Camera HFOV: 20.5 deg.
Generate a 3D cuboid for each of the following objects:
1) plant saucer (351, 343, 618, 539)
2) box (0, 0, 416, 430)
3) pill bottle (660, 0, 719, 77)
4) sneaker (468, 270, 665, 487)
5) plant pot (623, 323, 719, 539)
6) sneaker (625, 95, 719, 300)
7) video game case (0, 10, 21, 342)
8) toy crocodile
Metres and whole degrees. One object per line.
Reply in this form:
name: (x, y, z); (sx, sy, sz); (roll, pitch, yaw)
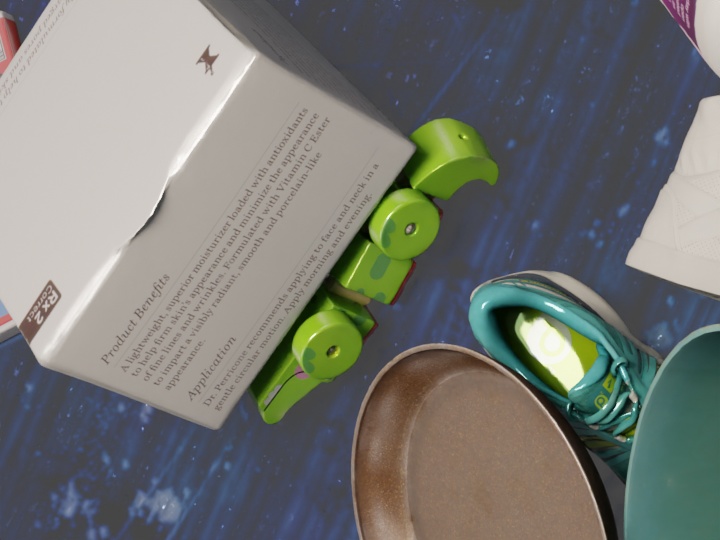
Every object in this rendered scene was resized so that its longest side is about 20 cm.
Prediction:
plant saucer: (0.067, 0.132, 1.017); (0.200, 0.032, 0.202); (24, 121, 46)
box: (-0.109, -0.057, 1.099); (0.200, 0.130, 0.200); (-54, 42, 11)
pill bottle: (0.196, -0.152, 0.952); (0.112, 0.112, 0.201); (-42, 42, 17)
sneaker: (0.133, 0.072, 1.000); (0.199, 0.080, 0.078); (35, 100, 18)
plant pot: (0.229, 0.125, 0.876); (0.200, 0.160, 0.202); (-179, 90, -72)
sneaker: (0.215, -0.032, 0.953); (0.200, 0.073, 0.116); (22, 91, 54)
video game case: (-0.257, -0.047, 1.276); (0.142, 0.017, 0.201); (-25, 71, 23)
toy crocodile: (0.000, 0.000, 1.105); (0.201, 0.062, 0.068); (-56, 40, 12)
